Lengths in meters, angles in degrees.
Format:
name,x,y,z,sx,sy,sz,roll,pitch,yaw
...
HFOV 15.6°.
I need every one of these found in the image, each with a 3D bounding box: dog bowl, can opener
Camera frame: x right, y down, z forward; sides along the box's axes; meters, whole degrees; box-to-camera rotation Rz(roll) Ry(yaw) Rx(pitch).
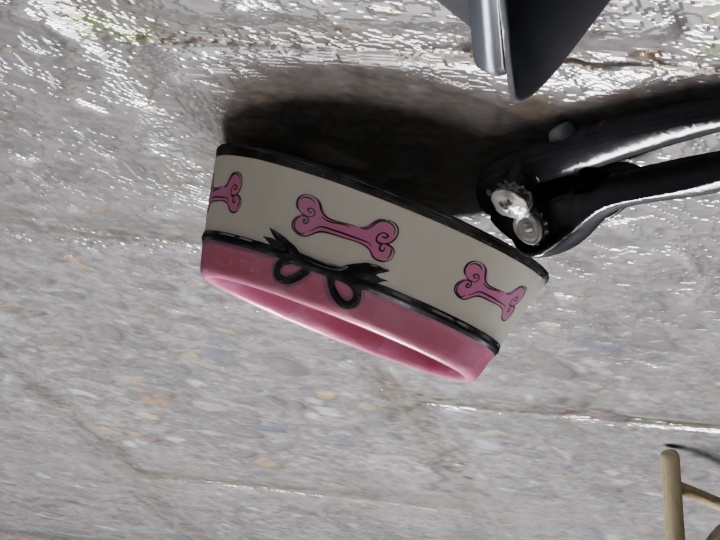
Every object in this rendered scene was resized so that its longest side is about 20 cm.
name,x,y,z,sx,sy,sz,roll,pitch,yaw
dog bowl,0.000,0.000,1.462,0.200,0.074,0.200,22,174,2
can opener,0.135,-0.055,1.347,0.200,0.079,0.063,-20,107,53

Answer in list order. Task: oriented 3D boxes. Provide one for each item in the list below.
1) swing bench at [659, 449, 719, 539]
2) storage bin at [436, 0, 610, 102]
name,x,y,z,sx,sy,sz,roll,pitch,yaw
swing bench,0.314,0.233,1.896,0.130,0.200,0.199,23,158,-37
storage bin,0.039,-0.176,0.901,0.134,0.146,0.200,35,168,14
